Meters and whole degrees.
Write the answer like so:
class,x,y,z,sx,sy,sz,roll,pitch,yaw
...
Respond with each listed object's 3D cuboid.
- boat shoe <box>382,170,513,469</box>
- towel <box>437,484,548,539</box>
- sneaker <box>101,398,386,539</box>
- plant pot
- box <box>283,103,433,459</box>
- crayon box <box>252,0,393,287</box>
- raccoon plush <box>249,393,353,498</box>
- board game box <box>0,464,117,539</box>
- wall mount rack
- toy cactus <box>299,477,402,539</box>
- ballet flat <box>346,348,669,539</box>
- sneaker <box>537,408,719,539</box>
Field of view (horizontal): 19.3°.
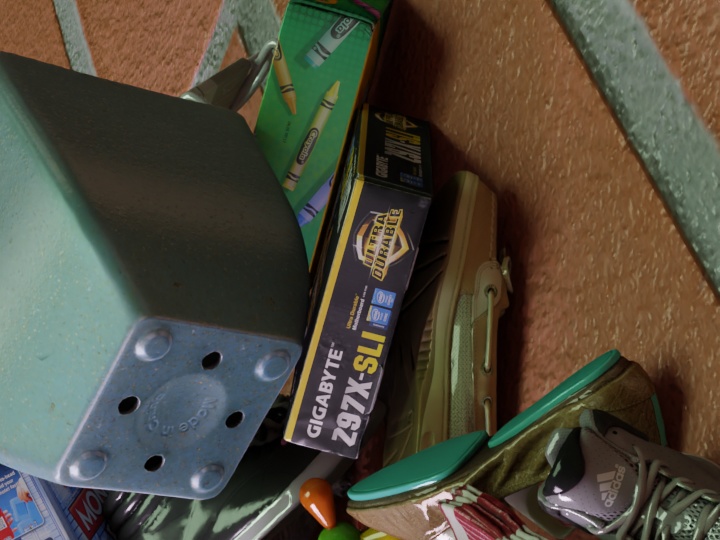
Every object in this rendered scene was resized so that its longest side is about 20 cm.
class,x,y,z,sx,sy,sz,roll,pitch,yaw
boat shoe,0.058,0.045,1.197,0.073,0.063,0.201,144,135,-67
towel,0.111,0.184,0.988,0.144,0.023,0.200,64,165,-21
sneaker,-0.081,0.122,1.309,0.200,0.071,0.099,-42,79,13
plant pot,-0.141,0.024,1.218,0.197,0.196,0.200,-60,44,21
box,0.000,0.000,1.249,0.200,0.049,0.160,-85,12,-74
crayon box,-0.035,-0.083,1.361,0.119,0.058,0.200,-68,-6,-72
raccoon plush,-0.064,0.129,1.436,0.200,0.134,0.097,30,-131,-83
board game box,-0.188,0.153,1.368,0.062,0.200,0.200,-28,12,17
wall mount rack,-0.104,-0.068,1.479,0.200,0.075,0.174,-41,-15,-52
toy cactus,-0.048,0.190,1.235,0.200,0.102,0.165,-46,12,-17
ballet flat,0.077,0.108,1.080,0.200,0.068,0.072,-31,93,35
sneaker,0.136,0.115,0.910,0.075,0.115,0.200,-61,26,0
